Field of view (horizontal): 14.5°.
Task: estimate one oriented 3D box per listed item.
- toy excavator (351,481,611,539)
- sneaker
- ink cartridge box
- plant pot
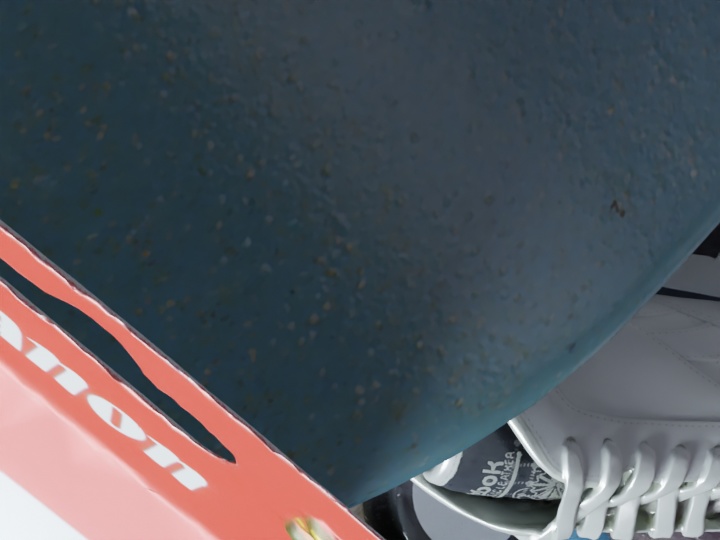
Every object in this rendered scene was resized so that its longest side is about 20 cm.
[{"bbox_3d":[0.057,0.130,0.860,0.200,0.194,0.100,54,154,-9],"label":"toy excavator"},{"bbox_3d":[0.065,0.038,0.711,0.200,0.081,0.076,16,132,-10],"label":"sneaker"},{"bbox_3d":[-0.080,0.040,0.503,0.160,0.047,0.200,40,160,-9],"label":"ink cartridge box"},{"bbox_3d":[-0.045,-0.055,0.592,0.196,0.200,0.196,9,145,48],"label":"plant pot"}]
